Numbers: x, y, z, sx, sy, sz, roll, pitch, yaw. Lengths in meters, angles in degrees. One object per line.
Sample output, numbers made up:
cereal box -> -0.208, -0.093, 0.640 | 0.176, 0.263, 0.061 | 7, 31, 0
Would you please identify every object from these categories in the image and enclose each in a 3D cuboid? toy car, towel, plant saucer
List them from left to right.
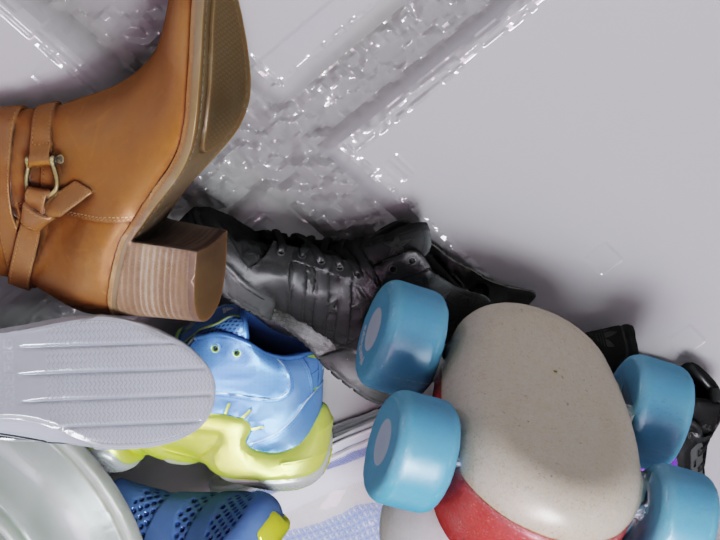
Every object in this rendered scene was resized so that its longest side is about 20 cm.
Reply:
plant saucer -> -0.215, 0.152, 1.412 | 0.199, 0.050, 0.201 | 20, 132, 23
towel -> 0.009, 0.175, 1.516 | 0.146, 0.024, 0.201 | -20, 123, 11
toy car -> 0.068, 0.138, 1.350 | 0.183, 0.177, 0.201 | 16, 125, -15

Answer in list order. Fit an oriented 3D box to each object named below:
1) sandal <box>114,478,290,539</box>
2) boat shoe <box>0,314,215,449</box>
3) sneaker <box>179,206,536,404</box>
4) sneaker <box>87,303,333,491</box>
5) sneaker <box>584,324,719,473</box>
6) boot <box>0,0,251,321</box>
sandal -> -0.124, 0.158, 1.437 | 0.199, 0.080, 0.087 | -19, 113, 42
boat shoe -> -0.179, 0.057, 1.321 | 0.199, 0.071, 0.073 | 5, 88, -21
sneaker -> 0.000, 0.001, 1.378 | 0.200, 0.060, 0.104 | 39, 107, -23
sneaker -> -0.110, 0.062, 1.415 | 0.199, 0.076, 0.106 | 8, 105, -8
sneaker -> 0.180, 0.109, 1.452 | 0.099, 0.070, 0.200 | -31, 121, 14
boot -> -0.145, -0.075, 1.311 | 0.154, 0.074, 0.201 | 11, 100, 18
